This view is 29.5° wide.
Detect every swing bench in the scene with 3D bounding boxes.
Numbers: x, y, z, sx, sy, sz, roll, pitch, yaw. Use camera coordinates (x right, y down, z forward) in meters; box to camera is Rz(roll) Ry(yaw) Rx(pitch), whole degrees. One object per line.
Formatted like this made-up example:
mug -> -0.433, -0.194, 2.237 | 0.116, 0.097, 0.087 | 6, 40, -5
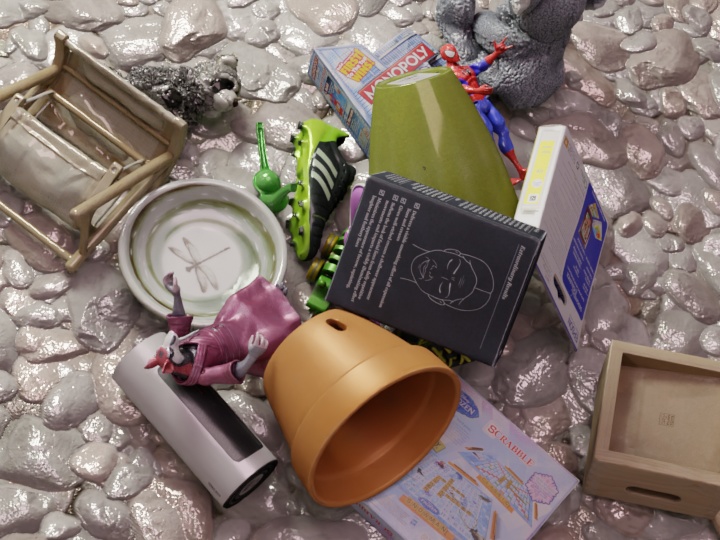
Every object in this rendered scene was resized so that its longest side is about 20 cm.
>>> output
swing bench -> -0.347, -0.145, 1.626 | 0.199, 0.130, 0.200 | 37, 56, 9

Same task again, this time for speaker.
speaker -> -0.186, 0.165, 1.522 | 0.081, 0.081, 0.200 | -36, 74, -25

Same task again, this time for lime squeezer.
lime squeezer -> -0.113, -0.115, 1.687 | 0.038, 0.071, 0.200 | -13, 30, -10

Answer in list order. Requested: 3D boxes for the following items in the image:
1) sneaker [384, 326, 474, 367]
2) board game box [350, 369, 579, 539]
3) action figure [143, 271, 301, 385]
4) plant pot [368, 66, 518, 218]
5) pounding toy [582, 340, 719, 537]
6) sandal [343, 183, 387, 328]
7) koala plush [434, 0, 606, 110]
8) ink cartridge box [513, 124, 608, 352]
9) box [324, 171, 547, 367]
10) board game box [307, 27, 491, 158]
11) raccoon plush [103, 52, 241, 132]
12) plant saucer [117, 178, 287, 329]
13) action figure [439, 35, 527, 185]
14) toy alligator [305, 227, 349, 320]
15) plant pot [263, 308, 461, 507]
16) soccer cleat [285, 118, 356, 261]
sneaker -> 0.091, 0.084, 1.599 | 0.200, 0.075, 0.085 | -37, 37, -28
board game box -> 0.113, 0.247, 1.562 | 0.200, 0.041, 0.200 | 42, 63, 11
action figure -> -0.159, 0.082, 1.510 | 0.200, 0.149, 0.134 | -20, 56, -40
plant pot -> 0.083, -0.133, 1.624 | 0.187, 0.187, 0.200 | -21, 107, -21
pounding toy -> 0.369, 0.211, 1.598 | 0.200, 0.142, 0.184 | 11, 60, 6
sandal -> 0.004, 0.000, 1.600 | 0.050, 0.082, 0.203 | -10, 100, -33
koala plush -> 0.229, -0.331, 1.783 | 0.177, 0.200, 0.184 | -8, 66, -32
ink cartridge box -> 0.240, -0.037, 1.659 | 0.047, 0.198, 0.200 | 3, 56, 29
box -> 0.085, -0.005, 1.499 | 0.200, 0.107, 0.149 | 22, 101, 9
board game box -> 0.040, -0.239, 1.790 | 0.200, 0.062, 0.200 | 42, 63, 10
raccoon plush -> -0.244, -0.248, 1.724 | 0.200, 0.097, 0.134 | 38, 54, 9
plant saucer -> -0.188, -0.014, 1.631 | 0.200, 0.050, 0.200 | 5, 63, -9
action figure -> 0.172, -0.212, 1.736 | 0.065, 0.099, 0.200 | -32, 88, -41
toy alligator -> -0.035, 0.011, 1.647 | 0.059, 0.054, 0.200 | 27, 61, 4
plant pot -> -0.012, 0.136, 1.475 | 0.200, 0.200, 0.140 | -29, 56, -24
soccer cleat -> -0.046, -0.101, 1.700 | 0.081, 0.068, 0.200 | 12, 60, -19
